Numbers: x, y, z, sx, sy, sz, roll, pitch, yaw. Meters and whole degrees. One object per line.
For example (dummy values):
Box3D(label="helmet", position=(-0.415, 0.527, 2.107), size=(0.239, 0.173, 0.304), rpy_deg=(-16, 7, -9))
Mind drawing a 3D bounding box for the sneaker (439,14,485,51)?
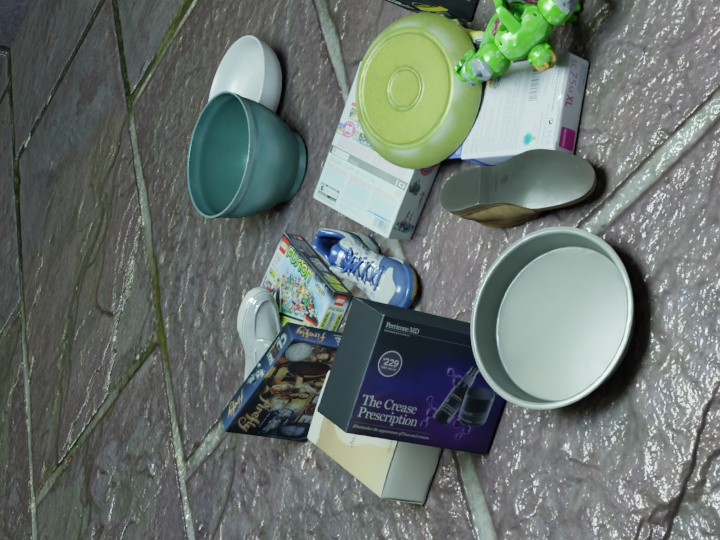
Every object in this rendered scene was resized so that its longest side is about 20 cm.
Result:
Box3D(label="sneaker", position=(0.113, -0.301, 1.540), size=(0.200, 0.075, 0.077), rpy_deg=(7, 86, 56))

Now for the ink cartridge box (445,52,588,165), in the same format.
Box3D(label="ink cartridge box", position=(0.187, -0.191, 1.419), size=(0.200, 0.042, 0.120), rpy_deg=(3, 80, 54))

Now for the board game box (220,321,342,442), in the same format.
Box3D(label="board game box", position=(-0.089, 0.159, 1.626), size=(0.200, 0.135, 0.035), rpy_deg=(-54, 39, 32))

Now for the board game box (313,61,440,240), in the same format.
Box3D(label="board game box", position=(0.035, -0.161, 1.576), size=(0.147, 0.064, 0.200), rpy_deg=(31, 108, 33))

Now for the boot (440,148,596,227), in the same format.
Box3D(label="boot", position=(0.194, -0.090, 1.357), size=(0.200, 0.075, 0.074), rpy_deg=(-5, 63, 41))

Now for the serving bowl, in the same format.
Box3D(label="serving bowl", position=(-0.189, -0.299, 2.009), size=(0.200, 0.066, 0.201), rpy_deg=(-27, 57, 51))

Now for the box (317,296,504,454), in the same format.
Box3D(label="box", position=(0.070, 0.122, 1.335), size=(0.079, 0.200, 0.141), rpy_deg=(25, 100, 58))

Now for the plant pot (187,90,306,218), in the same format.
Box3D(label="plant pot", position=(-0.171, -0.175, 1.868), size=(0.200, 0.134, 0.201), rpy_deg=(-14, 73, 53))

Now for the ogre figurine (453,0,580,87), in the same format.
Box3D(label="ogre figurine", position=(0.186, -0.279, 1.345), size=(0.200, 0.098, 0.120), rpy_deg=(-19, 18, 17))

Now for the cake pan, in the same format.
Box3D(label="cake pan", position=(0.210, 0.053, 1.258), size=(0.200, 0.037, 0.201), rpy_deg=(-15, 66, 38))

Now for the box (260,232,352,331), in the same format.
Box3D(label="box", position=(-0.086, 0.035, 1.759), size=(0.200, 0.035, 0.110), rpy_deg=(47, 118, 53))

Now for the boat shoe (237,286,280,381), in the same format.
Box3D(label="boat shoe", position=(-0.140, 0.125, 1.744), size=(0.068, 0.072, 0.200), rpy_deg=(25, 117, 46))

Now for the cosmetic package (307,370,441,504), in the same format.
Box3D(label="cosmetic package", position=(0.018, 0.211, 1.503), size=(0.200, 0.071, 0.105), rpy_deg=(25, 99, 57))

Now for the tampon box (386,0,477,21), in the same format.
Box3D(label="tampon box", position=(0.052, -0.428, 1.561), size=(0.150, 0.200, 0.127), rpy_deg=(29, 103, 57))

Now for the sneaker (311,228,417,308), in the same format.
Box3D(label="sneaker", position=(0.000, 0.000, 1.592), size=(0.200, 0.088, 0.075), rpy_deg=(35, 106, 54))

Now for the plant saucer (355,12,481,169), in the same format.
Box3D(label="plant saucer", position=(0.064, -0.231, 1.492), size=(0.200, 0.031, 0.201), rpy_deg=(0, 90, 40))
